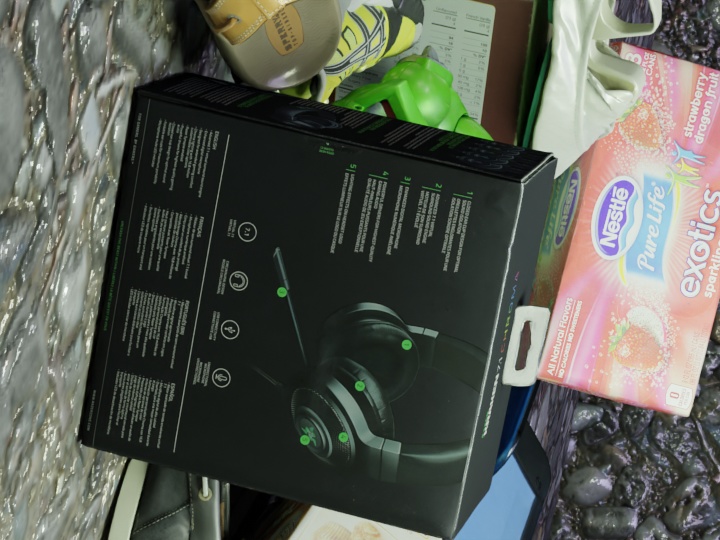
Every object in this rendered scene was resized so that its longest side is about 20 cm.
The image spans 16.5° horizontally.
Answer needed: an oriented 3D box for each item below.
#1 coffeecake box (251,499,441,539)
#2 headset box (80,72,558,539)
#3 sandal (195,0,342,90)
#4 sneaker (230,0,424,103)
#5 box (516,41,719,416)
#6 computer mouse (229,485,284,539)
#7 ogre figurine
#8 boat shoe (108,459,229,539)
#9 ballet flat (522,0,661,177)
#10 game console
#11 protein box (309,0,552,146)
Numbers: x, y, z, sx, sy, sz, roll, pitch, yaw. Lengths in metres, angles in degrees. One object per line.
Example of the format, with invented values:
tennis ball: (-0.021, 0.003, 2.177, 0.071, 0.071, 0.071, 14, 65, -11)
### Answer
coffeecake box: (-0.043, 0.193, 1.306, 0.200, 0.073, 0.154, -54, -176, -40)
headset box: (-0.012, 0.014, 1.160, 0.093, 0.199, 0.175, -36, 137, -72)
sandal: (-0.044, -0.125, 1.094, 0.054, 0.080, 0.200, 59, 0, 26)
sneaker: (-0.026, -0.125, 1.278, 0.200, 0.075, 0.077, 4, 101, -68)
box: (0.158, -0.026, 1.455, 0.095, 0.102, 0.201, -168, -87, -77)
computer mouse: (-0.066, 0.118, 1.433, 0.141, 0.046, 0.200, -60, 174, 30)
ogre figurine: (0.016, -0.041, 1.313, 0.098, 0.199, 0.120, 7, -59, 64)
boat shoe: (-0.074, 0.074, 1.271, 0.072, 0.067, 0.201, 57, 46, -72)
ballet flat: (0.129, -0.126, 1.353, 0.070, 0.069, 0.201, -62, 162, -53)
game console: (0.104, 0.123, 1.582, 0.171, 0.118, 0.200, 60, 34, -27)
protein box: (0.052, -0.128, 1.481, 0.199, 0.134, 0.201, -59, 159, -55)
